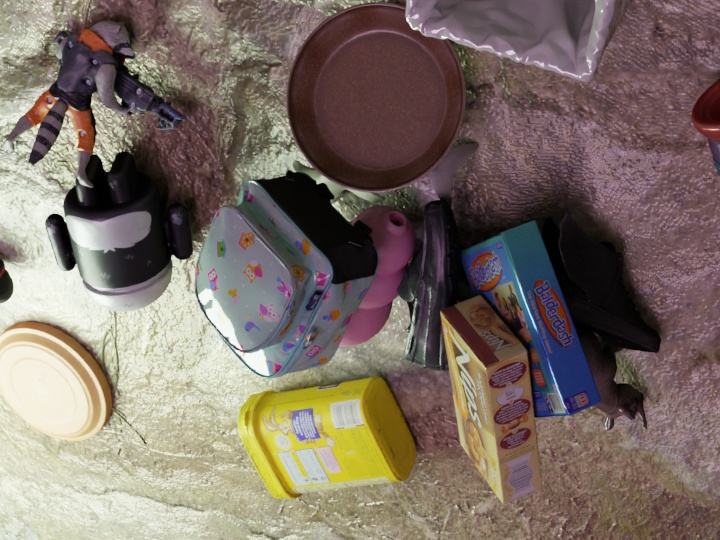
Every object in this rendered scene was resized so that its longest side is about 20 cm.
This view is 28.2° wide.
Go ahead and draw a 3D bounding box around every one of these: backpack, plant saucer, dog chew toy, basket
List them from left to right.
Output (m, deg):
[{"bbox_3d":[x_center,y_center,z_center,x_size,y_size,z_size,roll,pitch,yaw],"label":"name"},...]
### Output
[{"bbox_3d":[-0.454,0.167,2.084,0.198,0.032,0.202,13,126,19],"label":"plant saucer"},{"bbox_3d":[-0.092,0.018,1.578,0.176,0.152,0.201,44,133,27],"label":"backpack"},{"bbox_3d":[0.000,0.000,1.665,0.124,0.125,0.200,37,135,0],"label":"dog chew toy"},{"bbox_3d":[0.019,-0.184,1.545,0.198,0.037,0.203,0,90,14],"label":"plant saucer"},{"bbox_3d":[0.165,-0.318,1.342,0.198,0.161,0.200,19,129,14],"label":"basket"}]

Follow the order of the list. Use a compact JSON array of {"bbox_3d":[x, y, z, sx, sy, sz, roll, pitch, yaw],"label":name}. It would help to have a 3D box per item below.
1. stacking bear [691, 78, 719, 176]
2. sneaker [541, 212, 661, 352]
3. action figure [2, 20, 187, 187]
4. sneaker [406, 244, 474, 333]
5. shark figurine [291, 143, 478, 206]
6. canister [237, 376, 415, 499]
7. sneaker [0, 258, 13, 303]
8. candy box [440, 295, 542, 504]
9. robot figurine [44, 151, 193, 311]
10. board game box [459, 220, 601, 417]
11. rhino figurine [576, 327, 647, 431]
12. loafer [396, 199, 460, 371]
[{"bbox_3d":[0.416,-0.096,1.403,0.113,0.122,0.201,-19,119,33],"label":"stacking bear"},{"bbox_3d":[0.269,0.017,1.573,0.198,0.106,0.060,21,169,-34],"label":"sneaker"},{"bbox_3d":[-0.312,-0.200,1.684,0.198,0.104,0.195,26,95,15],"label":"action figure"},{"bbox_3d":[0.129,0.058,1.678,0.199,0.076,0.114,40,133,2],"label":"sneaker"},{"bbox_3d":[0.013,-0.132,1.609,0.212,0.091,0.128,-4,154,38],"label":"shark figurine"},{"bbox_3d":[-0.042,0.218,1.869,0.198,0.087,0.150,-12,116,31],"label":"canister"},{"bbox_3d":[-0.567,0.004,2.019,0.198,0.074,0.087,24,143,16],"label":"sneaker"},{"bbox_3d":[0.145,0.143,1.580,0.116,0.055,0.202,-128,23,-51],"label":"candy box"},{"bbox_3d":[-0.303,-0.047,1.800,0.149,0.124,0.202,20,131,37],"label":"robot figurine"},{"bbox_3d":[0.179,0.057,1.545,0.152,0.045,0.202,155,94,-75],"label":"board game box"},{"bbox_3d":[0.263,0.108,1.630,0.060,0.088,0.200,-31,104,39],"label":"rhino figurine"},{"bbox_3d":[0.074,0.018,1.600,0.069,0.068,0.203,6,115,14],"label":"loafer"}]
